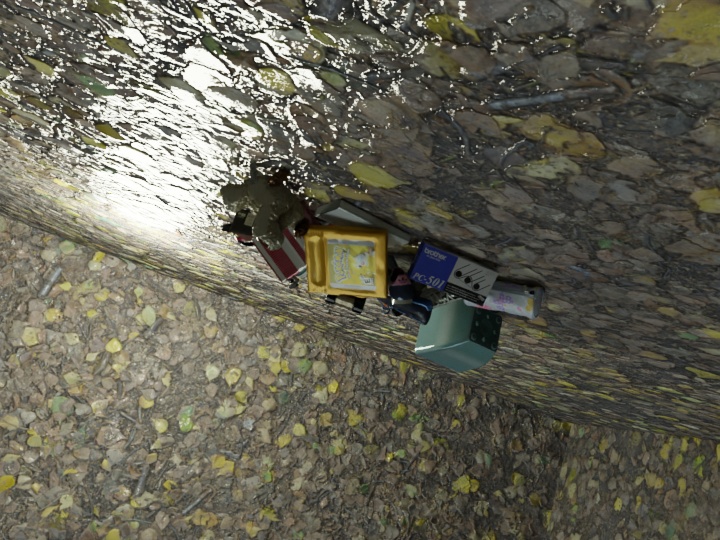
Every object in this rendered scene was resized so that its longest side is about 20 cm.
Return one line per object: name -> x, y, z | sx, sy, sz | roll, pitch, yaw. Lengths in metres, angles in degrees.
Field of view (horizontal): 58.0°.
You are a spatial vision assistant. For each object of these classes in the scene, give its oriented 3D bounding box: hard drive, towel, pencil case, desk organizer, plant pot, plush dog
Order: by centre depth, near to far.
plush dog -> -0.195, -0.151, 1.481 | 0.200, 0.161, 0.172 | 43, -174, 17
hard drive -> 0.005, -0.109, 1.561 | 0.200, 0.026, 0.132 | 24, 165, -25
towel -> -0.168, -0.068, 1.614 | 0.200, 0.023, 0.144 | -32, 96, 34
pencil case -> 0.362, 0.066, 1.653 | 0.200, 0.083, 0.091 | 10, 166, 32
desk organizer -> -0.251, -0.110, 1.796 | 0.199, 0.072, 0.077 | 13, 168, 22
plant pot -> 0.317, 0.185, 1.979 | 0.196, 0.196, 0.200 | 25, 157, -27

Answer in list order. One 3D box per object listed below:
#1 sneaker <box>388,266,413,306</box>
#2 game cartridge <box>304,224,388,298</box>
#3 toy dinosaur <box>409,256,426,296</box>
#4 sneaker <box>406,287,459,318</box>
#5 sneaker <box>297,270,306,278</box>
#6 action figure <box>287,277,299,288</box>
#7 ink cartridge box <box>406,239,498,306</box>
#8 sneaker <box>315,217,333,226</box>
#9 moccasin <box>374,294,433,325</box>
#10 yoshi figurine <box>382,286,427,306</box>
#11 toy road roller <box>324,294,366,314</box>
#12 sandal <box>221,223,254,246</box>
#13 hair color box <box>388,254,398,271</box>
sneaker -> 0.092, 0.024, 1.626 | 0.070, 0.082, 0.200 | -5, -164, -12
game cartridge -> -0.034, -0.020, 1.549 | 0.199, 0.177, 0.032 | 3, -153, 11
toy dinosaur -> 0.155, 0.015, 1.683 | 0.077, 0.103, 0.200 | 18, 168, -1
sneaker -> 0.210, 0.067, 1.771 | 0.200, 0.076, 0.115 | -19, 175, -34
sneaker -> -0.126, -0.049, 1.715 | 0.080, 0.078, 0.200 | 37, 124, -24
action figure -> -0.209, -0.028, 1.908 | 0.200, 0.104, 0.194 | 54, -174, -31
ink cartridge box -> 0.223, 0.007, 1.570 | 0.200, 0.094, 0.044 | 22, -167, -11
sneaker -> -0.145, -0.095, 1.665 | 0.199, 0.085, 0.075 | 6, 156, 24
moccasin -> 0.095, 0.090, 1.675 | 0.080, 0.068, 0.200 | -10, -158, -40
yoshi figurine -> 0.113, 0.057, 1.904 | 0.112, 0.112, 0.200 | 31, 160, -20
toy road roller -> -0.023, 0.019, 1.961 | 0.123, 0.146, 0.200 | 19, 129, -1
sandal -> -0.339, -0.097, 2.010 | 0.199, 0.045, 0.075 | 19, 166, -2
hair color box -> 0.000, 0.000, 1.712 | 0.200, 0.061, 0.100 | 7, 139, -44
